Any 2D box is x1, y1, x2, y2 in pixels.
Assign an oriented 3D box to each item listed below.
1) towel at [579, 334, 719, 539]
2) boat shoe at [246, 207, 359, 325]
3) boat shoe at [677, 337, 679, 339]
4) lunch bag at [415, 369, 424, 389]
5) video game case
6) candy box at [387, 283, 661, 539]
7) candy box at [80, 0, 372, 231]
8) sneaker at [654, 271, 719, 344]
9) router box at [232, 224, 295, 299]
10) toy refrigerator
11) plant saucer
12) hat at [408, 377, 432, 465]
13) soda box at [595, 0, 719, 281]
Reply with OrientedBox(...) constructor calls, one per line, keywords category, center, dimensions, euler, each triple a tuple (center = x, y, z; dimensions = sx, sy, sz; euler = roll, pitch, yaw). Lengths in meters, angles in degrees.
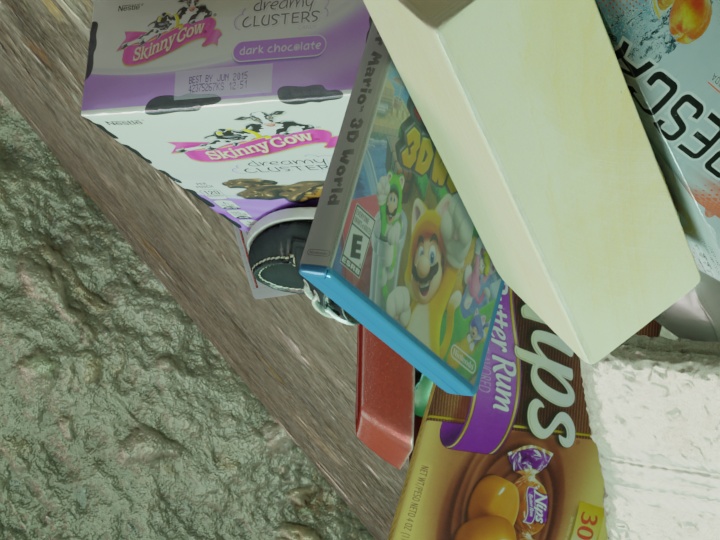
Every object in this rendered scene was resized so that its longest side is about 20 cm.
OrientedBox(category="towel", center=(0.201, 0.097, 0.959), dimensions=(0.198, 0.034, 0.134), euler=(6, 117, 38))
OrientedBox(category="boat shoe", center=(0.000, 0.000, 1.106), dimensions=(0.075, 0.061, 0.199), euler=(22, 161, -34))
OrientedBox(category="boat shoe", center=(0.239, 0.105, 1.018), dimensions=(0.200, 0.072, 0.060), euler=(41, 167, 17))
OrientedBox(category="lunch bag", center=(0.096, 0.052, 1.270), dimensions=(0.201, 0.121, 0.170), euler=(59, 173, 10))
OrientedBox(category="video game case", center=(0.040, -0.064, 0.851), dimensions=(0.018, 0.202, 0.143), euler=(5, 160, 32))
OrientedBox(category="candy box", center=(0.094, 0.086, 1.099), dimensions=(0.115, 0.202, 0.056), euler=(17, 167, 1))
OrientedBox(category="candy box", center=(-0.031, -0.087, 1.072), dimensions=(0.166, 0.072, 0.200), euler=(-2, 163, 23))
OrientedBox(category="sneaker", center=(0.114, -0.013, 1.008), dimensions=(0.200, 0.099, 0.078), euler=(44, 159, 19))
OrientedBox(category="router box", center=(-0.067, -0.082, 1.409), dimensions=(0.179, 0.048, 0.202), euler=(174, 81, -77))
OrientedBox(category="toy refrigerator", center=(0.071, -0.061, 0.790), dimensions=(0.076, 0.070, 0.201), euler=(47, 170, 46))
OrientedBox(category="plant saucer", center=(0.016, 0.029, 1.343), dimensions=(0.200, 0.036, 0.202), euler=(97, 173, -80))
OrientedBox(category="hat", center=(0.029, 0.087, 1.478), dimensions=(0.200, 0.176, 0.166), euler=(44, 168, 22))
OrientedBox(category="soda box", center=(0.126, -0.087, 0.821), dimensions=(0.068, 0.063, 0.201), euler=(33, 162, 53))
